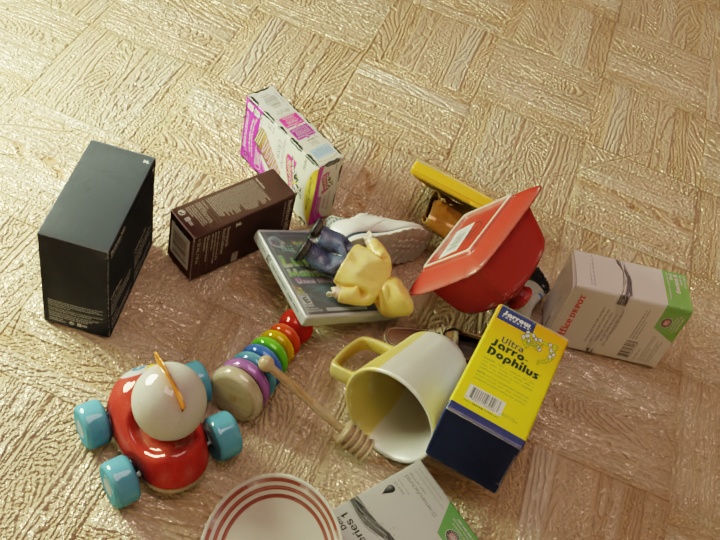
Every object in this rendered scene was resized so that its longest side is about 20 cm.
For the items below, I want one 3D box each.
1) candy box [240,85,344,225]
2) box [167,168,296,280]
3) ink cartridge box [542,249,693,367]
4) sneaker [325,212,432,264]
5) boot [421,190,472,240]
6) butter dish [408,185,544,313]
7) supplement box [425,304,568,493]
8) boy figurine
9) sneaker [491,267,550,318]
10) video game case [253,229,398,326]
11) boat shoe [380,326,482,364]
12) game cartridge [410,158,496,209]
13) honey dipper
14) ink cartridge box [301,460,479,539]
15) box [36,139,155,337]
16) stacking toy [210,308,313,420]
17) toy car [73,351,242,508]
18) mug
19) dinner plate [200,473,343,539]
[{"bbox_3d":[-0.120,-0.194,1.606,0.060,0.138,0.200,-28,61,-33],"label":"candy box"},{"bbox_3d":[-0.203,-0.074,1.501,0.198,0.101,0.075,-29,61,-33],"label":"box"},{"bbox_3d":[0.408,0.062,1.530,0.195,0.147,0.085,13,46,-5],"label":"ink cartridge box"},{"bbox_3d":[0.035,-0.062,1.563,0.197,0.077,0.081,0,37,-40],"label":"sneaker"},{"bbox_3d":[0.166,-0.044,1.581,0.142,0.071,0.203,28,32,-18],"label":"boot"},{"bbox_3d":[0.204,-0.004,1.442,0.148,0.198,0.201,47,61,-13],"label":"butter dish"},{"bbox_3d":[0.181,0.165,1.248,0.108,0.110,0.201,27,48,9],"label":"supplement box"},{"bbox_3d":[0.000,0.000,1.449,0.198,0.064,0.126,32,65,-8],"label":"boy figurine"},{"bbox_3d":[0.258,0.046,1.559,0.072,0.072,0.200,49,36,-3],"label":"sneaker"},{"bbox_3d":[-0.050,0.007,1.487,0.197,0.024,0.183,-1,47,-41],"label":"video game case"},{"bbox_3d":[0.129,0.115,1.450,0.195,0.073,0.077,11,47,-7],"label":"boat shoe"},{"bbox_3d":[0.187,-0.125,1.638,0.198,0.033,0.176,32,5,11],"label":"game cartridge"},{"bbox_3d":[-0.064,0.186,1.307,0.199,0.038,0.038,42,47,-8],"label":"honey dipper"},{"bbox_3d":[0.032,0.357,1.199,0.197,0.085,0.147,-22,58,-32],"label":"ink cartridge box"},{"bbox_3d":[-0.375,-0.047,1.368,0.102,0.184,0.202,15,46,-2],"label":"box"},{"bbox_3d":[-0.128,0.123,1.368,0.084,0.086,0.200,31,43,12],"label":"stacking toy"},{"bbox_3d":[-0.252,0.165,1.205,0.181,0.202,0.178,-19,56,-30],"label":"toy car"},{"bbox_3d":[0.068,0.151,1.347,0.187,0.150,0.153,48,47,4],"label":"mug"},{"bbox_3d":[-0.107,0.349,1.143,0.196,0.024,0.205,-7,70,21],"label":"dinner plate"}]
